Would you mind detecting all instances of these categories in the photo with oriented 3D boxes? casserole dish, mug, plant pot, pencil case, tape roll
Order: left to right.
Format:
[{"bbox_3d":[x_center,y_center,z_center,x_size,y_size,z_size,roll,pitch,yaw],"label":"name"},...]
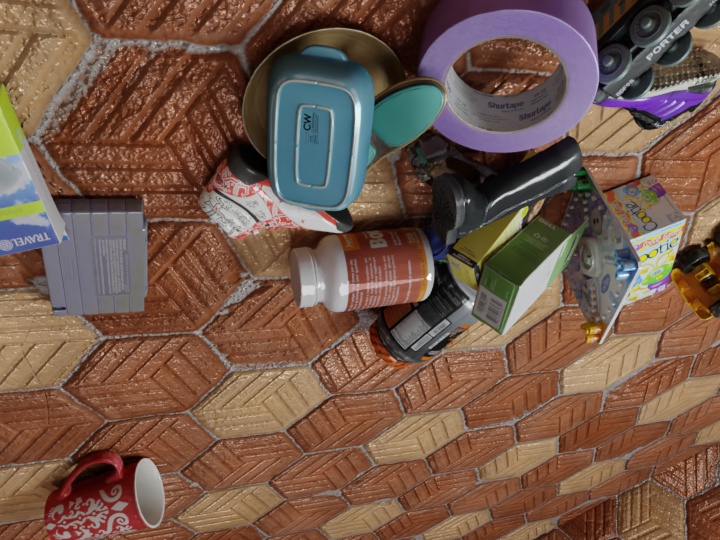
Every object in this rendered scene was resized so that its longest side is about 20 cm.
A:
[{"bbox_3d":[-0.517,0.448,1.329,0.197,0.181,0.133,-16,180,4],"label":"mug"},{"bbox_3d":[-0.049,-0.144,0.738,0.119,0.039,0.202,9,126,2],"label":"casserole dish"},{"bbox_3d":[-0.043,-0.199,0.781,0.197,0.028,0.202,-13,142,-10],"label":"plant pot"},{"bbox_3d":[0.187,-0.041,1.035,0.198,0.088,0.078,13,169,-34],"label":"pencil case"},{"bbox_3d":[0.162,-0.226,0.746,0.196,0.067,0.201,7,146,4],"label":"tape roll"}]

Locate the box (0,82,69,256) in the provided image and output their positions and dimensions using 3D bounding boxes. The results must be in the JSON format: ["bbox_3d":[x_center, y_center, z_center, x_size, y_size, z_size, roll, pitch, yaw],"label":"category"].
[{"bbox_3d":[-0.407,-0.089,0.714,0.120,0.048,0.202,-13,130,-9],"label":"box"}]

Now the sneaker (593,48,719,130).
[{"bbox_3d":[0.386,-0.229,0.895,0.197,0.070,0.100,-10,144,-11],"label":"sneaker"}]

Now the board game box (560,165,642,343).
[{"bbox_3d":[0.349,-0.021,1.027,0.025,0.202,0.201,-8,142,-7],"label":"board game box"}]

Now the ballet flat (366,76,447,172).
[{"bbox_3d":[0.018,-0.165,0.775,0.199,0.063,0.069,-35,116,29],"label":"ballet flat"}]

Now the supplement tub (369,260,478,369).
[{"bbox_3d":[0.113,0.070,1.104,0.121,0.124,0.200,20,129,-40],"label":"supplement tub"}]

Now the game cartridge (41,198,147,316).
[{"bbox_3d":[-0.347,-0.015,0.874,0.128,0.039,0.201,-6,141,-23],"label":"game cartridge"}]

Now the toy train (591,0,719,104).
[{"bbox_3d":[0.325,-0.288,0.758,0.084,0.115,0.200,11,135,-39],"label":"toy train"}]

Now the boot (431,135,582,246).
[{"bbox_3d":[0.190,-0.111,0.833,0.197,0.067,0.165,-22,169,-3],"label":"boot"}]

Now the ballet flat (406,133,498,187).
[{"bbox_3d":[0.141,-0.120,0.924,0.199,0.073,0.072,22,128,-41],"label":"ballet flat"}]

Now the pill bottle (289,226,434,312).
[{"bbox_3d":[0.000,0.000,0.976,0.197,0.113,0.113,-7,142,-16],"label":"pill bottle"}]

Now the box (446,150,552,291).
[{"bbox_3d":[0.205,-0.071,0.947,0.201,0.050,0.075,-50,150,-10],"label":"box"}]

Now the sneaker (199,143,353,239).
[{"bbox_3d":[-0.111,-0.079,0.869,0.200,0.068,0.108,25,126,-38],"label":"sneaker"}]

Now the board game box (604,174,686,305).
[{"bbox_3d":[0.463,-0.044,1.128,0.102,0.106,0.201,-20,144,1],"label":"board game box"}]

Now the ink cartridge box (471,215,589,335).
[{"bbox_3d":[0.246,-0.008,0.963,0.199,0.059,0.105,-38,150,-34],"label":"ink cartridge box"}]

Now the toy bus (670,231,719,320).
[{"bbox_3d":[0.740,0.000,1.303,0.200,0.137,0.191,-41,154,29],"label":"toy bus"}]
